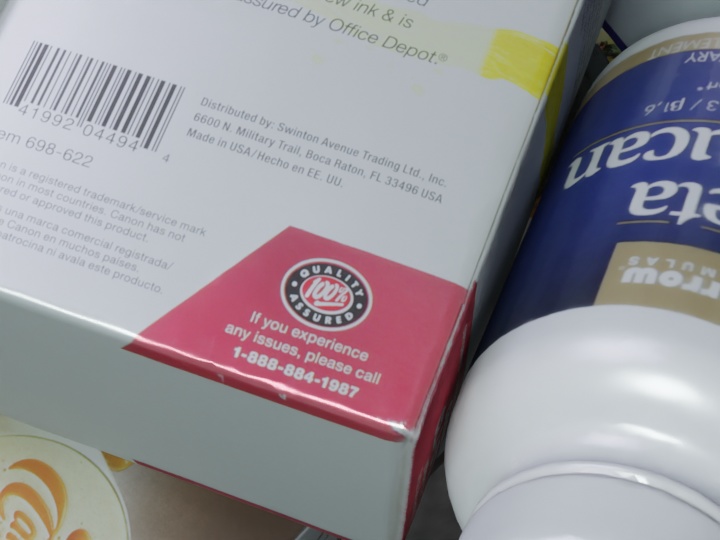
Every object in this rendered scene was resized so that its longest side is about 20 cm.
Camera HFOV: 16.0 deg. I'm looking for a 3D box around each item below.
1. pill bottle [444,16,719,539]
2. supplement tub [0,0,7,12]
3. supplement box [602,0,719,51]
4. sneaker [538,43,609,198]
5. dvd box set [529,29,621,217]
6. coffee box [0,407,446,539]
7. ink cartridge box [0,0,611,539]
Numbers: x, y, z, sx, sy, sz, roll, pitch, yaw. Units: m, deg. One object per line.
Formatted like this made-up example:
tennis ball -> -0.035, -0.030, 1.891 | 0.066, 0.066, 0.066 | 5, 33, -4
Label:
pill bottle -> 0.086, 0.031, 0.683 | 0.110, 0.111, 0.201 | -10, 35, 30
supplement tub -> -0.087, -0.151, 0.890 | 0.199, 0.133, 0.132 | -31, 28, -23
supplement box -> 0.182, -0.123, 0.815 | 0.200, 0.101, 0.103 | -46, 11, -25
sneaker -> 0.000, 0.000, 0.837 | 0.200, 0.076, 0.116 | -32, 30, 42
dvd box set -> 0.081, -0.075, 0.931 | 0.199, 0.030, 0.146 | 6, 45, 44
coffee box -> -0.070, 0.066, 0.737 | 0.114, 0.080, 0.200 | 40, 70, 16
ink cartridge box -> -0.020, -0.046, 0.701 | 0.144, 0.084, 0.201 | 18, 64, 9
